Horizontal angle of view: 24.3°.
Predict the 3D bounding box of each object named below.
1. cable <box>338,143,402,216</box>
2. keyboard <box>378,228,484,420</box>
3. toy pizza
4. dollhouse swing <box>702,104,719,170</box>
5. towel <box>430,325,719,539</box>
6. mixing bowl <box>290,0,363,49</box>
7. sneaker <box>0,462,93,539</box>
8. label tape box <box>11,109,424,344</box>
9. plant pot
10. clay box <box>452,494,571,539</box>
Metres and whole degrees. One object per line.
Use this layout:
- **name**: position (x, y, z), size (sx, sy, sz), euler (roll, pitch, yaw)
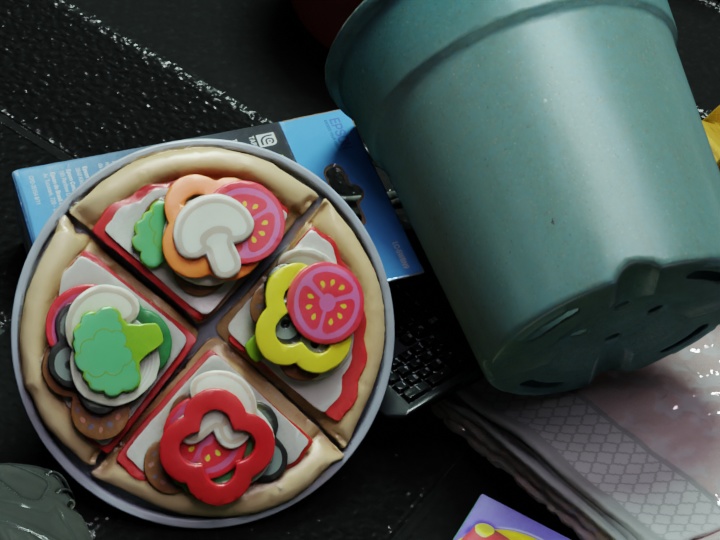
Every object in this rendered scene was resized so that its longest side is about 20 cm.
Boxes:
- **cable**: position (0.060, -0.043, 1.019), size (0.200, 0.097, 0.050), euler (24, 18, 7)
- **keyboard**: position (0.000, 0.000, 0.967), size (0.104, 0.040, 0.200), euler (-26, 48, -27)
- **toy pizza**: position (-0.076, 0.032, 0.855), size (0.200, 0.201, 0.032), euler (0, 0, -14)
- **dollhouse swing**: position (0.227, -0.090, 1.055), size (0.200, 0.176, 0.182), euler (-16, 52, -28)
- **towel**: position (0.166, 0.083, 0.922), size (0.191, 0.032, 0.200), euler (-18, 35, -29)
- **mixing bowl**: position (0.024, -0.210, 1.169), size (0.200, 0.109, 0.200), euler (8, 44, -8)
- **sneaker**: position (-0.154, 0.137, 0.790), size (0.200, 0.076, 0.091), euler (34, 39, 15)
- **label tape box**: position (-0.082, -0.007, 0.943), size (0.199, 0.063, 0.144), euler (-11, 49, -14)
- **plant pot**: position (0.105, -0.052, 0.895), size (0.200, 0.200, 0.196), euler (-8, 63, -23)
- **clay box**: position (0.063, 0.208, 0.793), size (0.115, 0.048, 0.200), euler (26, 43, 12)
